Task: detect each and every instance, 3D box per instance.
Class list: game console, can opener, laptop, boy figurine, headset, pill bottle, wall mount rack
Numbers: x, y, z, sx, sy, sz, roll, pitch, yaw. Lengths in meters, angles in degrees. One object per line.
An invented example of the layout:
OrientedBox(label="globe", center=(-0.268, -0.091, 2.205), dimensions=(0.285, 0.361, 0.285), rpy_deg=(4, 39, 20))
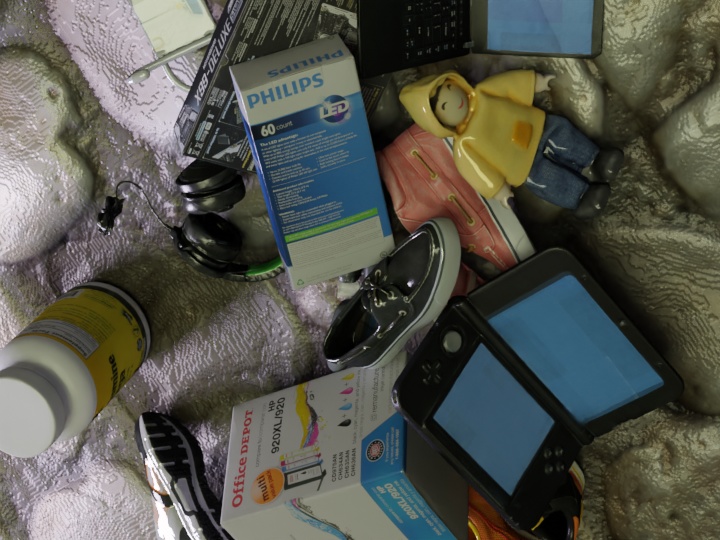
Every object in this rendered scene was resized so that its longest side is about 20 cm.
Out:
OrientedBox(label="game console", center=(0.157, 0.108, 1.203), dimensions=(0.200, 0.176, 0.116), rpy_deg=(46, 155, -21))
OrientedBox(label="can opener", center=(0.000, 0.000, 1.315), dimensions=(0.052, 0.066, 0.202), rpy_deg=(7, 110, 15))
OrientedBox(label="laptop", center=(0.101, -0.255, 1.149), dimensions=(0.103, 0.199, 0.179), rpy_deg=(25, 124, 47))
OrientedBox(label="boy figurine", center=(0.129, -0.122, 1.190), dimensions=(0.199, 0.064, 0.125), rpy_deg=(27, 84, -15))
OrientedBox(label="headset", center=(-0.149, -0.049, 1.319), dimensions=(0.198, 0.094, 0.125), rpy_deg=(8, 115, 1))
OrientedBox(label="pill bottle", center=(-0.296, 0.099, 1.367), dimensions=(0.111, 0.200, 0.114), rpy_deg=(6, 115, 14))
OrientedBox(label="wall mount rack", center=(-0.159, -0.260, 1.245), dimensions=(0.172, 0.075, 0.201), rpy_deg=(-23, 106, 10))

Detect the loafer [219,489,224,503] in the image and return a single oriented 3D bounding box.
OrientedBox(label="loafer", center=(-0.144, 0.289, 1.478), dimensions=(0.063, 0.072, 0.201), rpy_deg=(32, 115, -3))

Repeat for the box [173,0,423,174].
OrientedBox(label="box", center=(-0.057, -0.177, 1.219), dimensions=(0.156, 0.050, 0.201), rpy_deg=(12, 121, -27))

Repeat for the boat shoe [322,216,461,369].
OrientedBox(label="boat shoe", center=(0.026, 0.027, 1.227), dimensions=(0.201, 0.056, 0.069), rpy_deg=(-57, 45, 44))

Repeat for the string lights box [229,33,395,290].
OrientedBox(label="string lights box", center=(-0.039, -0.092, 1.202), dimensions=(0.102, 0.059, 0.202), rpy_deg=(-17, 122, -6))

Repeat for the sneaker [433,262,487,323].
OrientedBox(label="sneaker", center=(0.138, 0.043, 1.278), dimensions=(0.104, 0.076, 0.201), rpy_deg=(-26, 114, 27))

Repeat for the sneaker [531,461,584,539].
OrientedBox(label="sneaker", center=(0.155, 0.193, 1.296), dimensions=(0.069, 0.091, 0.200), rpy_deg=(-23, 130, 27))

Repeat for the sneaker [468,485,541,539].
OrientedBox(label="sneaker", center=(0.143, 0.289, 1.377), dimensions=(0.199, 0.077, 0.073), rpy_deg=(39, 145, 3))

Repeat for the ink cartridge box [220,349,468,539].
OrientedBox(label="ink cartridge box", center=(-0.013, 0.199, 1.329), dimensions=(0.198, 0.148, 0.145), rpy_deg=(-19, 132, 22))

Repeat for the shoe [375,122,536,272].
OrientedBox(label="shoe", center=(0.092, -0.044, 1.251), dimensions=(0.091, 0.071, 0.201), rpy_deg=(-32, 96, 7))

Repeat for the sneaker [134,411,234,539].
OrientedBox(label="sneaker", center=(-0.195, 0.237, 1.427), dimensions=(0.080, 0.073, 0.201), rpy_deg=(-45, 58, 27))
